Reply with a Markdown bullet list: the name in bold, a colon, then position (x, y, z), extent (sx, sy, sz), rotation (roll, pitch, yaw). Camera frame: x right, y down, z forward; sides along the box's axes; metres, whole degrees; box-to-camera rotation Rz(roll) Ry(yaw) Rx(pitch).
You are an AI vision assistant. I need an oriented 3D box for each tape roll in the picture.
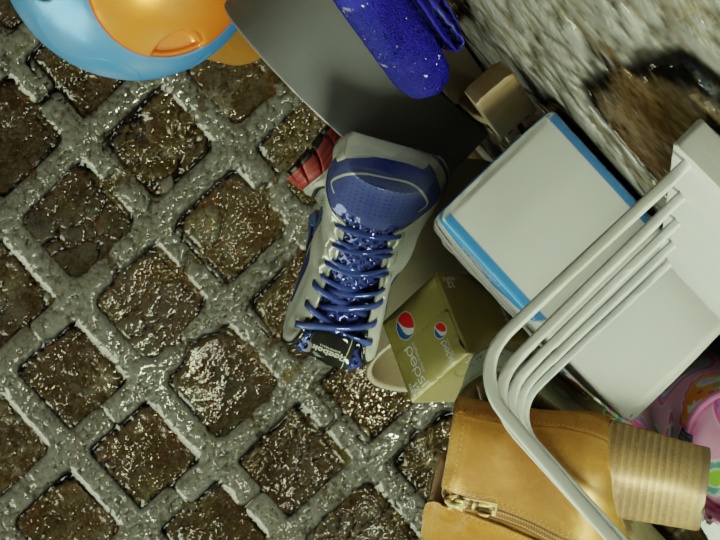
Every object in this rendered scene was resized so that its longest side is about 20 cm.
- **tape roll**: position (-0.002, -0.142, 0.871), extent (0.200, 0.066, 0.200), rotation (43, -170, -9)

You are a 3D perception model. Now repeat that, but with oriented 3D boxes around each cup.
- **cup**: position (0.085, -0.004, 1.011), extent (0.200, 0.198, 0.145), rotation (43, -150, -66)

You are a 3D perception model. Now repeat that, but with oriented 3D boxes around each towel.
- **towel**: position (-0.018, -0.186, 0.618), extent (0.149, 0.049, 0.200), rotation (61, -171, 30)

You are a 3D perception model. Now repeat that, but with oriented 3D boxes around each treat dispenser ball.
- **treat dispenser ball**: position (-0.169, -0.244, 0.920), extent (0.201, 0.201, 0.201), rotation (48, -178, -2)

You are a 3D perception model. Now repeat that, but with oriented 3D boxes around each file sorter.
- **file sorter**: position (0.136, 0.057, 0.500), extent (0.139, 0.124, 0.200), rotation (48, -178, 16)

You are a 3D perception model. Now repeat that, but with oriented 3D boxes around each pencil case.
- **pencil case**: position (0.202, 0.090, 0.743), extent (0.088, 0.087, 0.200), rotation (48, -177, -7)

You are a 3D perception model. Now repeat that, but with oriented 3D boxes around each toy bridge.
- **toy bridge**: position (0.049, -0.128, 0.739), extent (0.067, 0.027, 0.200), rotation (46, -176, -39)

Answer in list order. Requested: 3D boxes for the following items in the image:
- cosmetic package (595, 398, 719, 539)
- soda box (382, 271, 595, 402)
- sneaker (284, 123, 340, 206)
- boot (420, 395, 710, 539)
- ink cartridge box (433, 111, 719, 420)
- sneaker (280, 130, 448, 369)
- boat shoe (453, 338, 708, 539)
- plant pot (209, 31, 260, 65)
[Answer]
- **cosmetic package**: position (0.249, 0.163, 0.960), extent (0.200, 0.051, 0.152), rotation (49, 142, 29)
- **soda box**: position (0.116, 0.049, 0.876), extent (0.198, 0.068, 0.065), rotation (3, -125, -40)
- **sneaker**: position (-0.003, -0.067, 0.965), extent (0.082, 0.078, 0.200), rotation (42, -169, 0)
- **boot**: position (0.102, 0.158, 0.666), extent (0.071, 0.142, 0.204), rotation (-60, -25, -58)
- **ink cartridge box**: position (0.119, -0.004, 0.723), extent (0.145, 0.084, 0.200), rotation (47, -178, 0)
- **sneaker**: position (0.000, 0.000, 0.811), extent (0.079, 0.117, 0.200), rotation (14, 159, -7)
- **boat shoe**: position (0.134, 0.113, 0.707), extent (0.200, 0.074, 0.067), rotation (46, -153, -18)
- **plant pot**: position (-0.160, -0.283, 1.152), extent (0.182, 0.201, 0.201), rotation (24, -161, -46)
